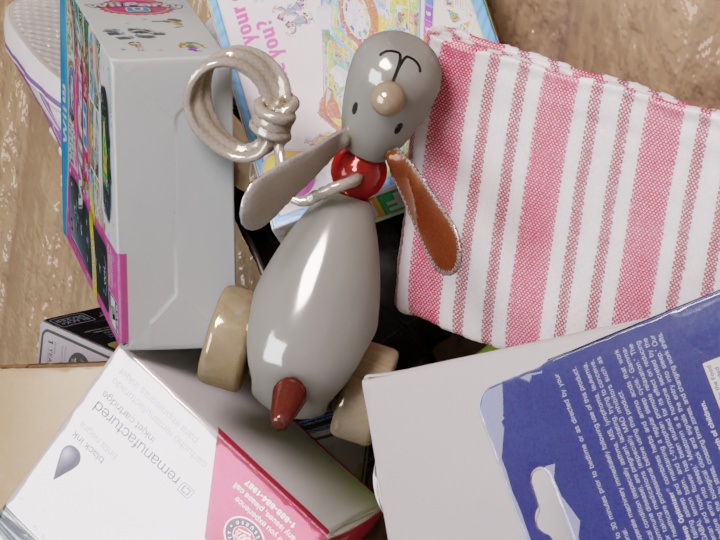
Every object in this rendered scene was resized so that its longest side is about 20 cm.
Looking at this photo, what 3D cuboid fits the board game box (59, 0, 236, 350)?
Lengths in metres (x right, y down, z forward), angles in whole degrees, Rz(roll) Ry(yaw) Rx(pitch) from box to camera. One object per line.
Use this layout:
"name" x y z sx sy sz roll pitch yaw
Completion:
"board game box" -0.110 -0.060 1.503 0.200 0.064 0.149 -126 34 -69

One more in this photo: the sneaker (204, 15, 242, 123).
"sneaker" 0.015 -0.086 1.519 0.199 0.079 0.079 20 78 26

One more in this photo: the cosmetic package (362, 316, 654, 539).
"cosmetic package" 0.097 0.081 1.297 0.200 0.084 0.108 -13 85 52

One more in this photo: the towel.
"towel" 0.111 -0.021 1.372 0.199 0.030 0.147 18 115 23

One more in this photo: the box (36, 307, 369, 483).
"box" -0.090 0.105 1.597 0.199 0.060 0.117 20 112 38

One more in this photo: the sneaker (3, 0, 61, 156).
"sneaker" -0.162 -0.071 1.757 0.201 0.072 0.115 51 137 34

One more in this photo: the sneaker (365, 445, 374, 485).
"sneaker" -0.060 0.062 1.653 0.200 0.076 0.088 41 124 29

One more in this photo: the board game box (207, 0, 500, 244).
"board game box" -0.003 -0.123 1.469 0.034 0.134 0.201 59 -167 -65

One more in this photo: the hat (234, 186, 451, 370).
"hat" 0.000 0.000 1.529 0.081 0.201 0.201 -38 58 5

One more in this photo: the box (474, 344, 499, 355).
"box" 0.110 0.121 1.409 0.122 0.048 0.201 -39 61 15

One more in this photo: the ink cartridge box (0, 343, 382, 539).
"ink cartridge box" -0.108 0.151 1.493 0.145 0.084 0.200 42 110 12

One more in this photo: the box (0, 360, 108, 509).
"box" -0.140 0.148 1.576 0.163 0.021 0.201 -3 97 31

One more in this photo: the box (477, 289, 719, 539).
"box" 0.156 0.067 1.171 0.199 0.032 0.122 -22 82 14

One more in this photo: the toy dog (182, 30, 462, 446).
"toy dog" -0.017 -0.004 1.365 0.096 0.131 0.201 -78 -14 -70
